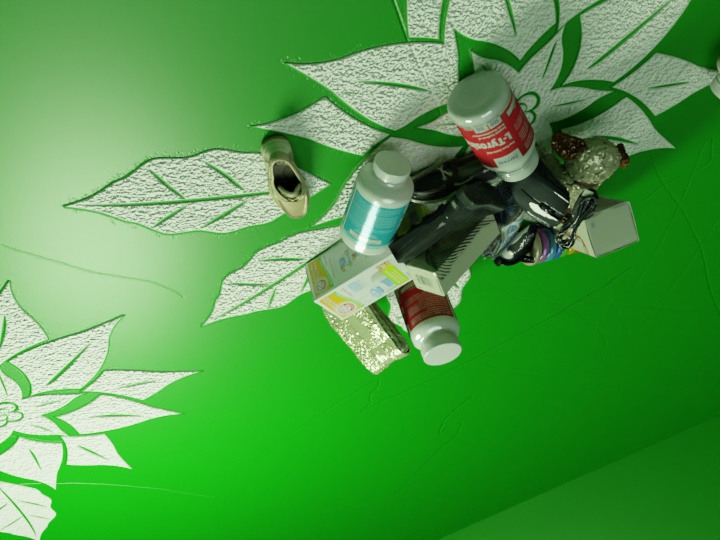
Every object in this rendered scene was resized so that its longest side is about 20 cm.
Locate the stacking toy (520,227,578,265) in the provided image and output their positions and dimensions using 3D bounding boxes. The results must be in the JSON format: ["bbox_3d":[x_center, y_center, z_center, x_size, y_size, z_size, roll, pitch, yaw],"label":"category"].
[{"bbox_3d":[0.455,-0.062,1.813,0.199,0.086,0.086,-7,143,-21],"label":"stacking toy"}]

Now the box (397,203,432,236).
[{"bbox_3d":[0.156,-0.067,1.704,0.075,0.050,0.200,-33,141,21],"label":"box"}]

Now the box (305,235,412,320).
[{"bbox_3d":[0.000,0.000,1.683,0.200,0.102,0.112,-31,141,17],"label":"box"}]

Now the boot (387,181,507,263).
[{"bbox_3d":[0.169,-0.088,1.556,0.200,0.066,0.165,-42,156,31],"label":"boot"}]

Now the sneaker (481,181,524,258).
[{"bbox_3d":[0.307,-0.119,1.696,0.077,0.076,0.200,-27,152,-44],"label":"sneaker"}]

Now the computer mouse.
[{"bbox_3d":[0.337,-0.143,1.501,0.053,0.200,0.139,-19,145,-36],"label":"computer mouse"}]

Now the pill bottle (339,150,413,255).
[{"bbox_3d":[0.034,-0.130,1.521,0.110,0.111,0.200,-2,142,-20],"label":"pill bottle"}]

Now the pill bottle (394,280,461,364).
[{"bbox_3d":[0.153,0.103,1.784,0.112,0.200,0.112,-11,143,-8],"label":"pill bottle"}]

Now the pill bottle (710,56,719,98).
[{"bbox_3d":[0.727,-0.399,1.459,0.109,0.109,0.200,0,140,-22],"label":"pill bottle"}]

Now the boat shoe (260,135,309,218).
[{"bbox_3d":[-0.133,-0.153,1.461,0.072,0.065,0.200,-16,144,-2],"label":"boat shoe"}]

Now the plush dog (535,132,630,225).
[{"bbox_3d":[0.417,-0.192,1.544,0.199,0.161,0.172,2,150,-23],"label":"plush dog"}]

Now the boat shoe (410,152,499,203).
[{"bbox_3d":[0.180,-0.183,1.544,0.199,0.074,0.060,-14,144,-10],"label":"boat shoe"}]

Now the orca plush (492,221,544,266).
[{"bbox_3d":[0.356,-0.051,1.742,0.071,0.105,0.200,32,143,-5],"label":"orca plush"}]

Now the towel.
[{"bbox_3d":[0.010,0.133,1.797,0.036,0.200,0.148,-39,179,-45],"label":"towel"}]

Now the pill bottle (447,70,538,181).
[{"bbox_3d":[0.244,-0.250,1.436,0.112,0.112,0.200,-29,136,16],"label":"pill bottle"}]

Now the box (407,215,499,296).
[{"bbox_3d":[0.190,-0.044,1.630,0.200,0.082,0.068,-47,131,-25],"label":"box"}]

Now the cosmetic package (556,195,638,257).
[{"bbox_3d":[0.478,-0.096,1.665,0.103,0.200,0.088,-20,101,-2],"label":"cosmetic package"}]
